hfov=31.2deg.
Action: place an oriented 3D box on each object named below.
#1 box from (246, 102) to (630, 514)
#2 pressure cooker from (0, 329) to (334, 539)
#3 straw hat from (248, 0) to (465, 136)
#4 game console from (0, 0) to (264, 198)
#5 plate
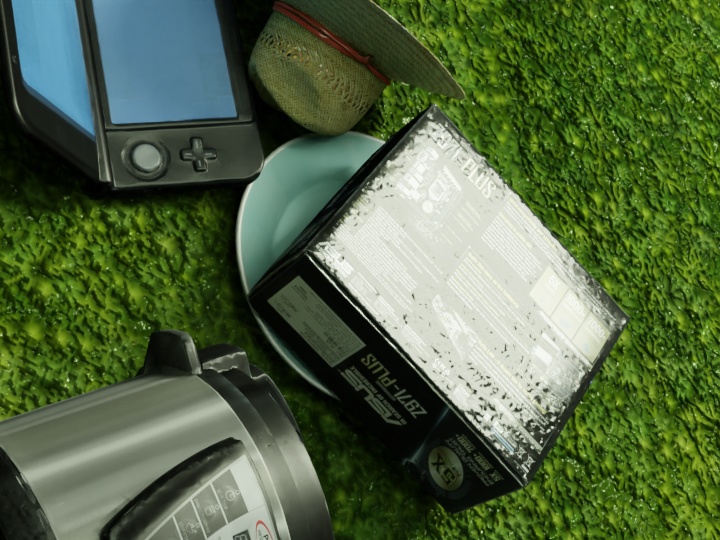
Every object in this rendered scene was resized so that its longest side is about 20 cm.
[{"bbox_3d":[0.054,0.024,0.837,0.200,0.086,0.164,46,53,-7],"label":"box"},{"bbox_3d":[-0.106,0.139,0.665,0.198,0.177,0.179,-15,52,-36],"label":"pressure cooker"},{"bbox_3d":[-0.027,-0.140,0.876,0.200,0.201,0.086,36,92,-14],"label":"straw hat"},{"bbox_3d":[-0.146,-0.160,0.801,0.173,0.116,0.203,-5,73,-21],"label":"game console"},{"bbox_3d":[0.000,0.000,0.885,0.198,0.026,0.203,14,63,-28],"label":"plate"}]
